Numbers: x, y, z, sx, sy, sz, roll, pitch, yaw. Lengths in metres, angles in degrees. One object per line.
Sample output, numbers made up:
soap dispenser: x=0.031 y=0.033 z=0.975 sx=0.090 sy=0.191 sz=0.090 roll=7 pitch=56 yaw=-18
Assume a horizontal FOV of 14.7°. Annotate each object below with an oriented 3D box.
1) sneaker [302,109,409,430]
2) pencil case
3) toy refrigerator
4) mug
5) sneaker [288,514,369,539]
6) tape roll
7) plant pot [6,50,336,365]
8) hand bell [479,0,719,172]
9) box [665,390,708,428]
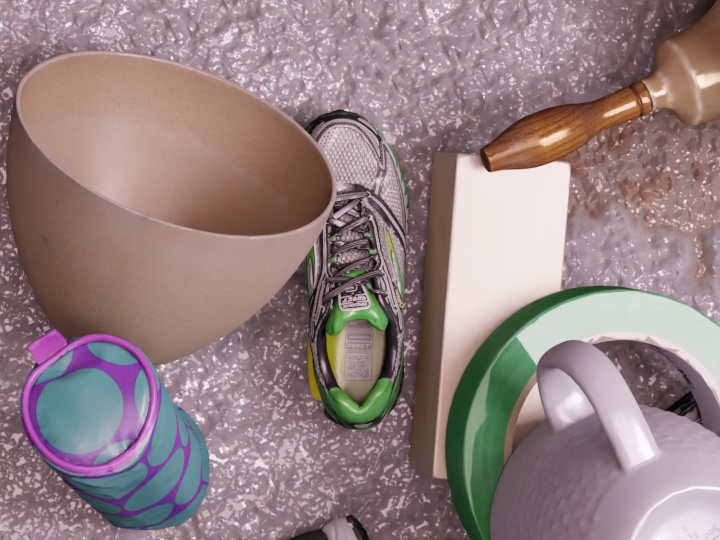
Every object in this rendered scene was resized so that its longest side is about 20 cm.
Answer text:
sneaker: x=0.000 y=0.000 z=1.727 sx=0.077 sy=0.085 sz=0.202 roll=-7 pitch=92 yaw=-5
pencil case: x=-0.145 y=0.098 z=1.659 sx=0.085 sy=0.200 sz=0.093 roll=-31 pitch=75 yaw=-4
toy refrigerator: x=0.080 y=0.029 z=1.745 sx=0.075 sy=0.070 sz=0.202 roll=3 pitch=92 yaw=-12
mug: x=0.156 y=0.132 z=1.592 sx=0.147 sy=0.175 sz=0.201 roll=-26 pitch=98 yaw=-10
sneaker: x=-0.010 y=0.259 z=1.747 sx=0.079 sy=0.074 sz=0.201 roll=-15 pitch=87 yaw=5
tape roll: x=0.153 y=0.110 z=1.705 sx=0.199 sy=0.048 sz=0.202 roll=-1 pitch=93 yaw=-13
plant pot: x=-0.128 y=-0.022 z=1.677 sx=0.199 sy=0.201 sz=0.135 roll=18 pitch=119 yaw=-6
hand bell: x=0.165 y=-0.104 z=1.713 sx=0.199 sy=0.104 sz=0.105 roll=-21 pitch=94 yaw=-14
box: x=0.276 y=0.155 z=1.776 sx=0.200 sy=0.050 sz=0.199 roll=-37 pitch=96 yaw=-4
